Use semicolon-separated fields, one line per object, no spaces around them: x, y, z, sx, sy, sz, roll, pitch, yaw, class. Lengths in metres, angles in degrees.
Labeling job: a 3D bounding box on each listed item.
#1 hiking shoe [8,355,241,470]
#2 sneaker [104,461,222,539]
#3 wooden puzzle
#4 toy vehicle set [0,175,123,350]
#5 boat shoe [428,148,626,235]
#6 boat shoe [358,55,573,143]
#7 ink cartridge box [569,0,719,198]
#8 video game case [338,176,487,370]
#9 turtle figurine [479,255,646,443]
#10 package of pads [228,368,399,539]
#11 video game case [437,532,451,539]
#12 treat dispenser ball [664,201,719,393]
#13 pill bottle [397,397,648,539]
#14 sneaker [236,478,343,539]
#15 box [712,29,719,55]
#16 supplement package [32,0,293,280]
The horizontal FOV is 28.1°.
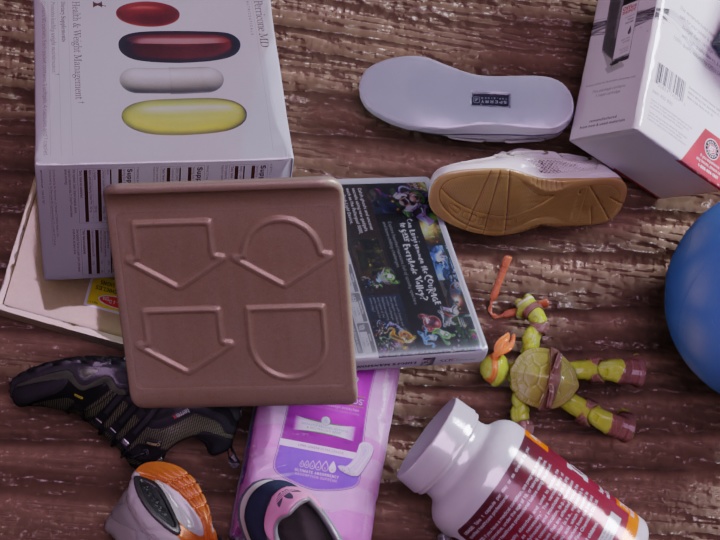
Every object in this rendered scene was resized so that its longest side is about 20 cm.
-0.197;0.123;1.203;0.199;0.076;0.101;2;89;0;hiking shoe
-0.139;0.259;1.176;0.075;0.092;0.201;-13;64;-47;sneaker
-0.098;0.016;1.127;0.184;0.046;0.201;-1;116;6;wooden puzzle
-0.205;0.004;1.257;0.199;0.027;0.125;16;74;-8;toy vehicle set
0.147;-0.080;1.336;0.199;0.071;0.069;1;37;-23;boat shoe
0.097;-0.149;1.341;0.199;0.065;0.074;11;73;3;boat shoe
0.288;-0.189;1.355;0.146;0.083;0.201;27;69;-37;ink cartridge box
0.000;0.000;1.256;0.181;0.023;0.201;-3;52;-19;video game case
0.175;0.091;1.299;0.160;0.064;0.201;12;74;-9;turtle figurine
-0.036;0.144;1.234;0.120;0.076;0.201;13;74;-8;package of pads
0.172;0.297;1.274;0.143;0.018;0.201;-23;82;-17;video game case
0.374;0.025;1.287;0.200;0.201;0.202;3;76;-12;treat dispenser ball
0.135;0.201;1.220;0.200;0.113;0.113;37;72;-2;pill bottle
-0.026;0.256;1.134;0.070;0.082;0.201;-37;100;-24;sneaker
0.438;-0.214;1.391;0.200;0.051;0.158;45;65;-31;box
-0.168;-0.113;1.197;0.199;0.147;0.192;-3;53;-11;supplement package
